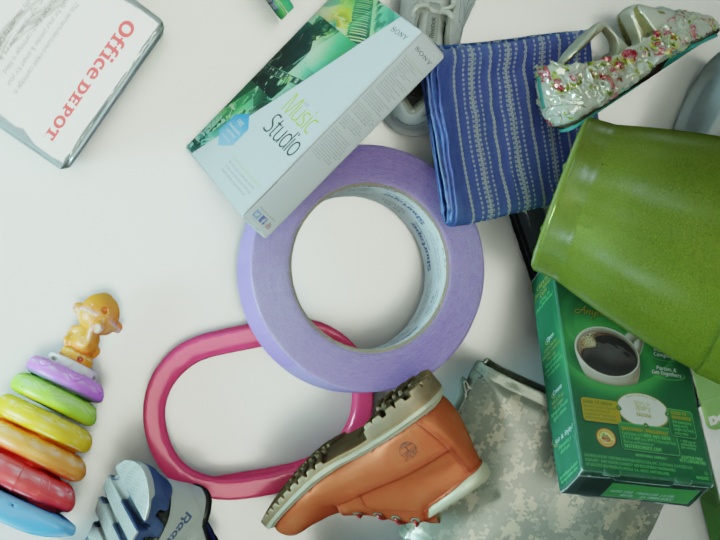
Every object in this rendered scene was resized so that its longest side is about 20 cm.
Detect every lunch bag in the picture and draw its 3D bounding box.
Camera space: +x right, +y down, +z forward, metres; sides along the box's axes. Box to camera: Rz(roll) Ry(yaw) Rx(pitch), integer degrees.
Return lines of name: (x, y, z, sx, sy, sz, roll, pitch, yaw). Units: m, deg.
lunch bag: (0.144, 0.183, 1.258, 0.199, 0.118, 0.165, 25, 92, -13)

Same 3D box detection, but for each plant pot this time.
plant pot: (0.244, -0.030, 1.173, 0.191, 0.200, 0.202, 22, 91, 8)

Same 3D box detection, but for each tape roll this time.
tape roll: (0.000, 0.000, 1.231, 0.198, 0.066, 0.202, 1, 85, -15)

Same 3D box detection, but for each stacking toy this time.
stacking toy: (-0.252, 0.109, 1.216, 0.115, 0.110, 0.201, 27, 79, -15)

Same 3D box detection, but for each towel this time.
towel: (0.132, -0.122, 1.230, 0.199, 0.024, 0.146, -14, 97, -38)

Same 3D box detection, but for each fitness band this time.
fitness band: (-0.086, 0.117, 1.265, 0.198, 0.037, 0.145, -10, 93, -8)

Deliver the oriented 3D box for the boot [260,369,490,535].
boot: (0.010, 0.177, 1.194, 0.199, 0.075, 0.108, -36, 97, 25)

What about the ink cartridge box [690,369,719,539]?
ink cartridge box: (0.345, 0.146, 1.310, 0.103, 0.059, 0.202, -16, 96, -6)

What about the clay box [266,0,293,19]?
clay box: (-0.089, -0.304, 1.190, 0.047, 0.115, 0.201, -28, 98, -5)

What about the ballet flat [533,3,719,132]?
ballet flat: (0.223, -0.184, 1.241, 0.199, 0.075, 0.064, -33, 99, -28)

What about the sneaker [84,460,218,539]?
sneaker: (-0.178, 0.244, 1.224, 0.114, 0.081, 0.200, 14, 122, -39)

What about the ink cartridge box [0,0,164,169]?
ink cartridge box: (-0.276, -0.195, 1.188, 0.199, 0.084, 0.145, 36, 90, -8)

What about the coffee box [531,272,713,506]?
coffee box: (0.210, 0.089, 1.211, 0.122, 0.044, 0.202, 8, 54, -18)

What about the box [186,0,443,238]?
box: (-0.041, -0.134, 1.191, 0.200, 0.144, 0.036, -45, 127, 0)

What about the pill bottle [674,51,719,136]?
pill bottle: (0.377, -0.101, 1.268, 0.198, 0.114, 0.115, 23, 91, -9)

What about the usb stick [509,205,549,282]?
usb stick: (0.165, -0.024, 1.287, 0.055, 0.033, 0.202, -20, 96, -7)

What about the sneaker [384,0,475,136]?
sneaker: (0.063, -0.213, 1.231, 0.074, 0.087, 0.202, 7, 92, -2)
